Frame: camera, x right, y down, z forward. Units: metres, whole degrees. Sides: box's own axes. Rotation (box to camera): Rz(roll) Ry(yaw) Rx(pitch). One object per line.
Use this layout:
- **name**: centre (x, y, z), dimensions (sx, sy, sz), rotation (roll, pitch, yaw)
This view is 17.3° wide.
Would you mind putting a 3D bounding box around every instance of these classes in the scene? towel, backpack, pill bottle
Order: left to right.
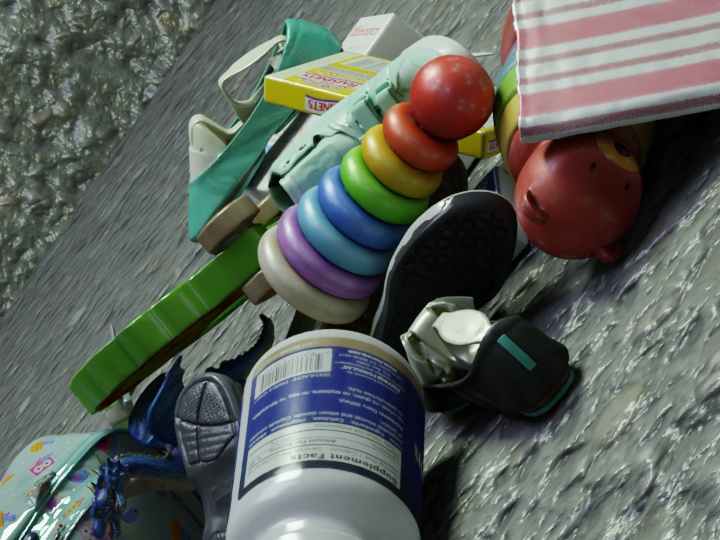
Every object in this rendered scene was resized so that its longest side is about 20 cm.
- **backpack**: centre (-0.189, 0.211, 1.683), dimensions (0.153, 0.176, 0.200), rotation (-19, 31, 38)
- **pill bottle**: centre (-0.020, 0.137, 1.398), dimensions (0.116, 0.116, 0.200), rotation (-45, 23, 30)
- **towel**: centre (0.167, -0.164, 1.453), dimensions (0.146, 0.030, 0.200), rotation (-10, 52, 15)

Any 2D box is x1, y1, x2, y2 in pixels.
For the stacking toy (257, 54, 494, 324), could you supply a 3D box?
- **stacking toy**: centre (0.016, -0.061, 1.533), dimensions (0.200, 0.085, 0.085), rotation (-53, 11, 29)

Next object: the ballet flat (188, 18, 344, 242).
- **ballet flat**: centre (-0.094, -0.118, 1.873), dimensions (0.200, 0.070, 0.067), rotation (-53, 13, 6)

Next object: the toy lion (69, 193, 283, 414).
- **toy lion**: centre (-0.119, 0.028, 1.680), dimensions (0.192, 0.069, 0.200), rotation (-41, -3, 13)

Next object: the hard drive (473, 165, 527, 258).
- **hard drive**: centre (0.042, 0.025, 1.686), dimensions (0.200, 0.025, 0.132), rotation (-49, 13, 17)

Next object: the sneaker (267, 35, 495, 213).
- **sneaker**: centre (0.010, -0.084, 1.595), dimensions (0.118, 0.074, 0.200), rotation (-45, 8, -28)

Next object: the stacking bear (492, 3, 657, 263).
- **stacking bear**: centre (0.138, -0.087, 1.489), dimensions (0.114, 0.121, 0.200), rotation (-41, 25, 32)

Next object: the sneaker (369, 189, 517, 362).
- **sneaker**: centre (0.046, -0.002, 1.538), dimensions (0.200, 0.072, 0.083), rotation (118, 163, -48)

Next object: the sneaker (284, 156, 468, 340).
- **sneaker**: centre (0.000, 0.000, 1.685), dimensions (0.090, 0.067, 0.200), rotation (-18, 40, 60)

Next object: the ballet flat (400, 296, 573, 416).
- **ballet flat**: centre (0.069, 0.048, 1.444), dimensions (0.068, 0.068, 0.200), rotation (-50, 12, -15)

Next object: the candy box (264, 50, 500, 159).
- **candy box**: centre (0.037, -0.123, 1.737), dimensions (0.102, 0.200, 0.026), rotation (-25, -56, -47)

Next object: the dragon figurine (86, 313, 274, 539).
- **dragon figurine**: centre (-0.121, 0.097, 1.618), dimensions (0.059, 0.099, 0.200), rotation (-40, 28, 64)

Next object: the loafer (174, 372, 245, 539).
- **loafer**: centre (-0.065, 0.161, 1.505), dimensions (0.072, 0.063, 0.200), rotation (-27, 65, 31)

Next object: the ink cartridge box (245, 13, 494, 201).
- **ink cartridge box**: centre (0.017, -0.111, 1.904), dimensions (0.200, 0.125, 0.129), rotation (-54, 13, -4)

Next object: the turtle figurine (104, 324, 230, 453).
- **turtle figurine**: centre (-0.116, 0.092, 1.802), dimensions (0.194, 0.144, 0.200), rotation (-29, 30, 56)
